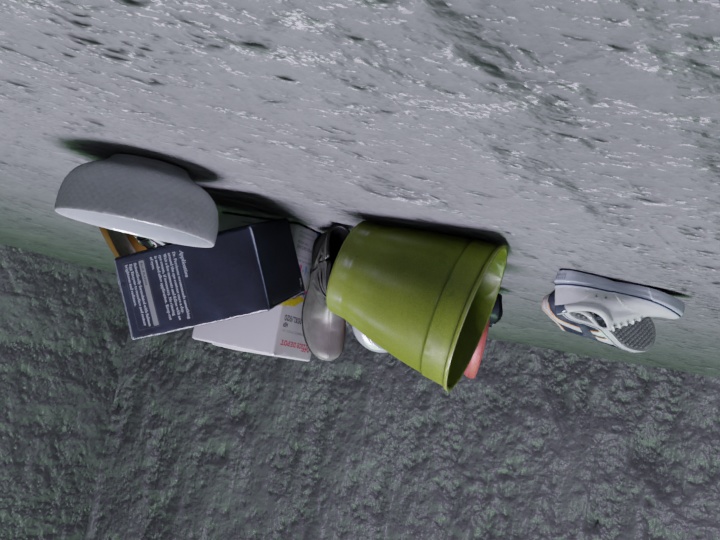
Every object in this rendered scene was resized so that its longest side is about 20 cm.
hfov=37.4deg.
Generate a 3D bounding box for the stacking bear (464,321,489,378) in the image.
[{"bbox_3d":[0.084,0.070,1.574,0.199,0.122,0.114,10,140,-1],"label":"stacking bear"}]

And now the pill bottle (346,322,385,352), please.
[{"bbox_3d":[0.034,0.084,1.888,0.110,0.111,0.200,12,-175,-10],"label":"pill bottle"}]

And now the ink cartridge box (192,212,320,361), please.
[{"bbox_3d":[-0.149,0.029,1.654,0.144,0.201,0.147,9,175,22],"label":"ink cartridge box"}]

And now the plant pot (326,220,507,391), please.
[{"bbox_3d":[0.066,0.026,1.387,0.192,0.201,0.200,23,178,15],"label":"plant pot"}]

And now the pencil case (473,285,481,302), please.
[{"bbox_3d":[0.084,0.004,1.507,0.199,0.087,0.083,8,-175,6],"label":"pencil case"}]

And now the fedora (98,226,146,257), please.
[{"bbox_3d":[-0.352,-0.040,1.742,0.082,0.201,0.201,-32,174,-1],"label":"fedora"}]

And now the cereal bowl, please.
[{"bbox_3d":[-0.265,-0.089,1.291,0.199,0.084,0.200,10,174,1],"label":"cereal bowl"}]

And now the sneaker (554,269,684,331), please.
[{"bbox_3d":[0.368,0.053,1.531,0.199,0.071,0.073,12,175,-8],"label":"sneaker"}]

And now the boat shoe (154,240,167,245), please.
[{"bbox_3d":[-0.276,-0.077,1.550,0.069,0.071,0.200,11,169,29],"label":"boat shoe"}]

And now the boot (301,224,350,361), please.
[{"bbox_3d":[-0.047,0.035,1.542,0.067,0.201,0.131,1,180,-7],"label":"boot"}]

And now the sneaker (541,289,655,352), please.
[{"bbox_3d":[0.378,0.073,1.696,0.199,0.079,0.079,26,164,-24],"label":"sneaker"}]

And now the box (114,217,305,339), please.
[{"bbox_3d":[-0.203,0.008,1.474,0.199,0.118,0.197,-12,-176,11],"label":"box"}]

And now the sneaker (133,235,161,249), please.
[{"bbox_3d":[-0.314,-0.061,1.647,0.076,0.091,0.199,8,173,46],"label":"sneaker"}]

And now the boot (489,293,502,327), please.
[{"bbox_3d":[0.172,0.050,1.904,0.167,0.077,0.200,0,160,0],"label":"boot"}]
